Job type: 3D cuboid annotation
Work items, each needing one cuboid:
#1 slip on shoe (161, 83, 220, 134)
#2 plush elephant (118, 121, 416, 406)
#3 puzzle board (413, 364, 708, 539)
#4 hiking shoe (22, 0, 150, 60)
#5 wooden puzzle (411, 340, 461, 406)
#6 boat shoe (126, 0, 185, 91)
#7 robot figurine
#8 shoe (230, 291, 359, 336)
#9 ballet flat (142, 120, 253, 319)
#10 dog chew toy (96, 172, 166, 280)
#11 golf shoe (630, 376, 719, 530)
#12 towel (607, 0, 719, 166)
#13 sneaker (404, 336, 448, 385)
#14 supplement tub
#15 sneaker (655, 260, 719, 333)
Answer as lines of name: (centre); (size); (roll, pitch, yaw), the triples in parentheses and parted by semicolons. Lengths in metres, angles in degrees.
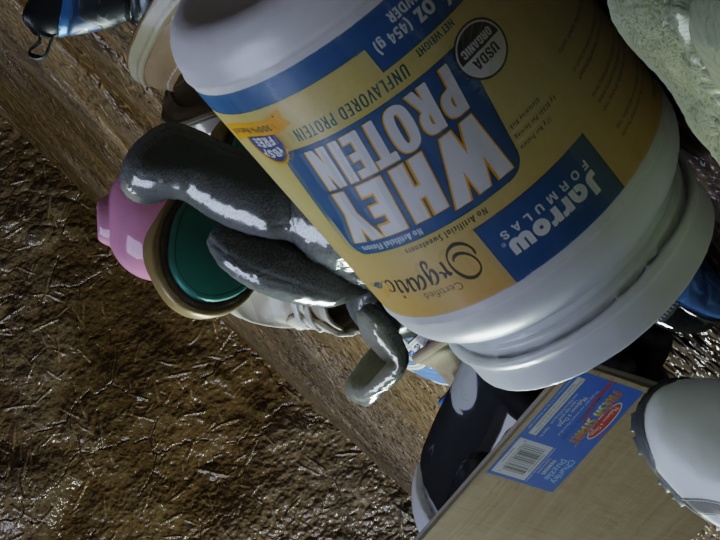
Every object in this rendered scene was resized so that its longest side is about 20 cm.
slip on shoe: (-0.094, -0.130, 1.327); (0.200, 0.076, 0.061); (-91, -16, -71)
plush elephant: (0.002, -0.026, 1.097); (0.200, 0.165, 0.155); (32, 158, 21)
puzzle board: (0.115, 0.130, 1.108); (0.150, 0.200, 0.017); (19, -145, -29)
hiking shoe: (-0.169, -0.220, 1.109); (0.074, 0.086, 0.201); (104, 147, -74)
wooden puzzle: (0.132, 0.110, 1.369); (0.200, 0.046, 0.185); (44, 153, -4)
boat shoe: (-0.061, -0.138, 1.018); (0.064, 0.071, 0.200); (34, 148, -5)
robot figurine: (0.106, 0.099, 1.177); (0.150, 0.200, 0.125); (5, -140, -21)
shoe: (0.000, 0.000, 1.211); (0.070, 0.199, 0.053); (60, -151, -31)
ballet flat: (-0.086, -0.021, 1.159); (0.069, 0.063, 0.200); (46, -149, -13)
dog chew toy: (-0.066, -0.034, 1.302); (0.125, 0.199, 0.125); (178, 90, -82)
golf shoe: (0.222, 0.103, 0.988); (0.200, 0.078, 0.095); (30, 164, 16)
towel: (0.171, -0.028, 0.705); (0.200, 0.036, 0.148); (51, 169, -33)
sneaker: (0.054, 0.038, 1.478); (0.077, 0.076, 0.200); (45, 174, 33)
supplement tub: (0.036, -0.064, 0.818); (0.200, 0.145, 0.145); (48, 171, -23)
sneaker: (0.118, 0.012, 1.005); (0.071, 0.083, 0.200); (47, 171, -13)
